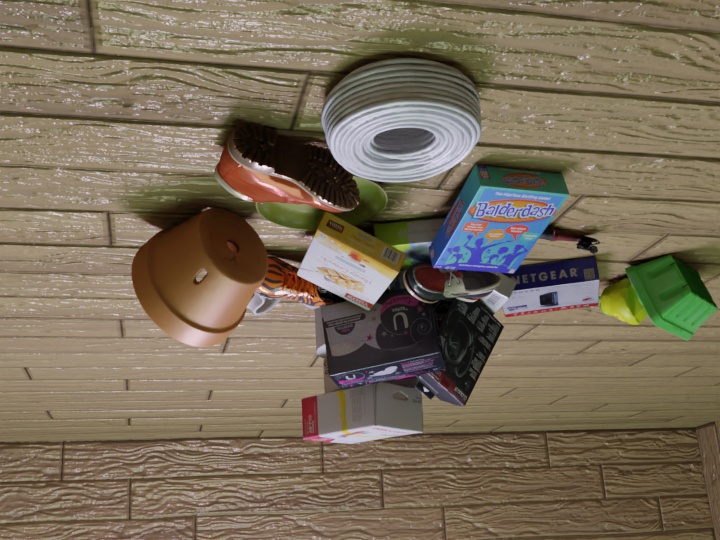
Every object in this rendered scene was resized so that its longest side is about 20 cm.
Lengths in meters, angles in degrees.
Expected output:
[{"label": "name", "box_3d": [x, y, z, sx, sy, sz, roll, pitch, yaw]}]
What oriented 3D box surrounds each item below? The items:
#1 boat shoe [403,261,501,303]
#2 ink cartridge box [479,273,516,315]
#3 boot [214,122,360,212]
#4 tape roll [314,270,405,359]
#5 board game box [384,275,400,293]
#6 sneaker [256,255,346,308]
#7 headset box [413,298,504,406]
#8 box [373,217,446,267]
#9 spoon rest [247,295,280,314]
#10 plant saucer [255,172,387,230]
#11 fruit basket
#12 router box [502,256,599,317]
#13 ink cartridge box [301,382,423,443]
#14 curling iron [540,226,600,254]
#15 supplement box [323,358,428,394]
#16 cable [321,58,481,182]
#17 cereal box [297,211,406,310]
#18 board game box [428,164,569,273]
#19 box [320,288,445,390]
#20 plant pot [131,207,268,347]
[{"label": "boat shoe", "box_3d": [0.158, 0.016, 1.479, 0.198, 0.072, 0.062, 8, 156, -39]}, {"label": "ink cartridge box", "box_3d": [0.193, 0.029, 1.682, 0.172, 0.044, 0.200, 30, 158, 3]}, {"label": "boot", "box_3d": [-0.099, -0.121, 1.163, 0.198, 0.076, 0.107, 23, 145, -22]}, {"label": "tape roll", "box_3d": [0.007, 0.092, 1.701, 0.199, 0.142, 0.203, -2, 161, -1]}, {"label": "board game box", "box_3d": [0.000, 0.000, 1.520, 0.133, 0.035, 0.200, 21, 164, 12]}, {"label": "sneaker", "box_3d": [-0.102, 0.019, 1.534, 0.198, 0.079, 0.111, 15, 168, -42]}, {"label": "headset box", "box_3d": [0.168, 0.147, 1.637, 0.149, 0.202, 0.077, 41, 160, -31]}, {"label": "box", "box_3d": [0.125, -0.048, 1.472, 0.196, 0.049, 0.122, -5, 161, 6]}, {"label": "spoon rest", "box_3d": [-0.203, 0.039, 1.613, 0.099, 0.061, 0.200, 32, 172, 19]}, {"label": "plant saucer", "box_3d": [-0.058, -0.112, 1.286, 0.196, 0.032, 0.201, -4, 159, -1]}, {"label": "fruit basket", "box_3d": [0.589, 0.067, 1.752, 0.212, 0.157, 0.217, -14, 150, -9]}, {"label": "router box", "box_3d": [0.380, 0.037, 1.746, 0.196, 0.050, 0.180, -8, 160, 13]}, {"label": "ink cartridge box", "box_3d": [0.003, 0.278, 1.660, 0.198, 0.085, 0.144, -19, 155, 40]}, {"label": "curling iron", "box_3d": [0.339, -0.061, 1.496, 0.197, 0.026, 0.050, 11, -167, -27]}, {"label": "supplement box", "box_3d": [0.040, 0.205, 1.701, 0.197, 0.075, 0.125, 10, 157, -34]}, {"label": "cable", "box_3d": [0.049, -0.180, 1.057, 0.198, 0.071, 0.198, 15, 153, -42]}, {"label": "cereal box", "box_3d": [-0.019, -0.009, 1.390, 0.142, 0.040, 0.200, 27, 155, -2]}, {"label": "board game box", "box_3d": [0.210, -0.075, 1.339, 0.149, 0.046, 0.201, 3, 142, -18]}, {"label": "box", "box_3d": [0.040, 0.117, 1.517, 0.196, 0.134, 0.115, -12, 158, 5]}, {"label": "plant pot", "box_3d": [-0.236, -0.002, 1.351, 0.198, 0.203, 0.140, 17, 136, -44]}]
